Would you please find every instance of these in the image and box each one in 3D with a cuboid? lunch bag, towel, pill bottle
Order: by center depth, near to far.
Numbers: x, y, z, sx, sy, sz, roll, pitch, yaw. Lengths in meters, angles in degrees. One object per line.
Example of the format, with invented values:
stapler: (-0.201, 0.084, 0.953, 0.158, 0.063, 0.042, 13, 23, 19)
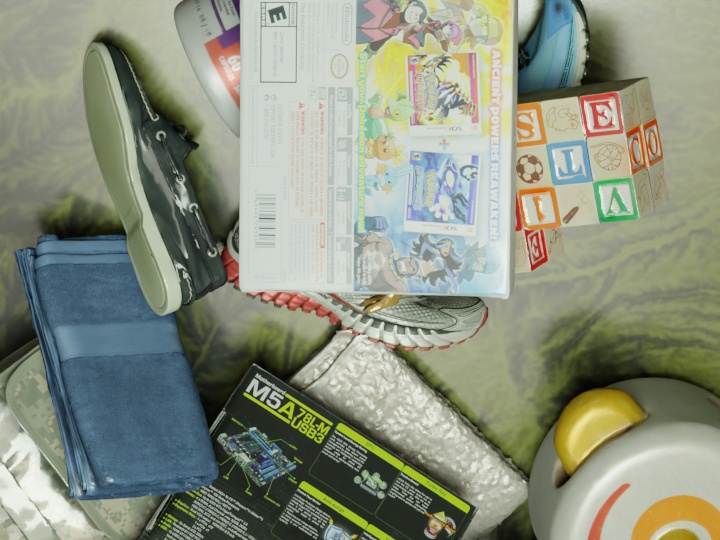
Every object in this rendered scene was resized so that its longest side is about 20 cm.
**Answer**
pill bottle: (-0.019, -0.181, 1.524, 0.199, 0.111, 0.112, -28, 105, 9)
towel: (-0.173, 0.068, 1.566, 0.111, 0.201, 0.049, 0, 150, -35)
lunch bag: (-0.232, 0.145, 1.626, 0.200, 0.118, 0.164, -35, 100, 2)
towel: (0.021, 0.142, 1.663, 0.200, 0.034, 0.133, 43, 103, -12)

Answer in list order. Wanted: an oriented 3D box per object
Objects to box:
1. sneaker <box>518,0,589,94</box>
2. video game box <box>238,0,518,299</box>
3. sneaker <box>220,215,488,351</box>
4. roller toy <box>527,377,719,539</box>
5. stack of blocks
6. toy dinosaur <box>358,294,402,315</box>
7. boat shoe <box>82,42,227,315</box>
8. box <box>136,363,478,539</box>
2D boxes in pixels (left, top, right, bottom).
sneaker: (0.101, -0.111, 1.564, 0.090, 0.078, 0.201, 23, 106, -3)
video game box: (0.012, -0.085, 1.448, 0.181, 0.047, 0.201, 2, 96, 12)
sneaker: (0.000, 0.000, 1.598, 0.199, 0.078, 0.082, 19, 105, -5)
roller toy: (0.220, 0.180, 1.612, 0.181, 0.140, 0.201, 4, 106, -6)
stack of blocks: (0.106, -0.060, 1.508, 0.199, 0.059, 0.116, -6, 101, 30)
toy dinosaur: (0.011, -0.029, 1.499, 0.199, 0.060, 0.107, -13, 97, 31)
boat shoe: (-0.143, -0.072, 1.577, 0.066, 0.074, 0.200, -15, 81, -25)
box: (-0.048, 0.200, 1.585, 0.199, 0.048, 0.194, 32, 69, 2)
